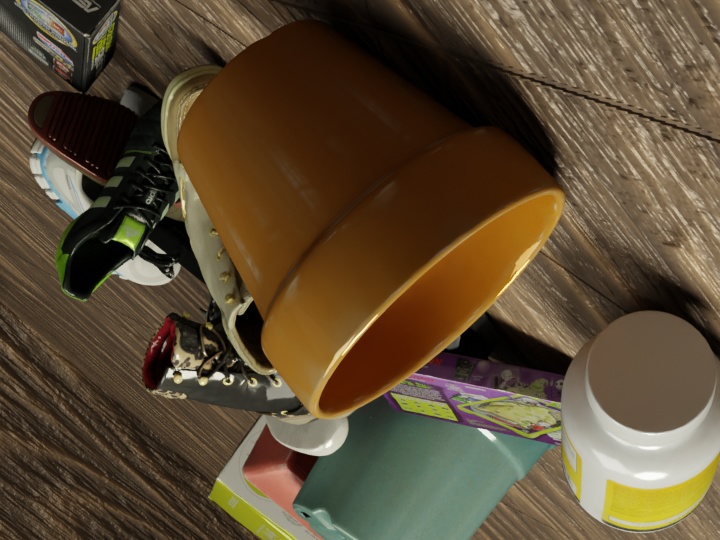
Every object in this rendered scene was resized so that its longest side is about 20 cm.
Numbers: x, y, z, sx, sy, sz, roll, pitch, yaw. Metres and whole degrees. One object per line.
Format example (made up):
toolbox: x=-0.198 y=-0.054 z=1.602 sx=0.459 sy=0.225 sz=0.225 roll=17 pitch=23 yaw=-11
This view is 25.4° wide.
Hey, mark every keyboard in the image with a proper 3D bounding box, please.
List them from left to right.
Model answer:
keyboard: x=-0.144 y=-0.015 z=1.354 sx=0.126 sy=0.021 sz=0.199 roll=5 pitch=-158 yaw=-47

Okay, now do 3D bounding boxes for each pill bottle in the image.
pill bottle: x=0.190 y=0.100 z=1.070 sx=0.112 sy=0.112 sz=0.200 roll=31 pitch=165 yaw=17

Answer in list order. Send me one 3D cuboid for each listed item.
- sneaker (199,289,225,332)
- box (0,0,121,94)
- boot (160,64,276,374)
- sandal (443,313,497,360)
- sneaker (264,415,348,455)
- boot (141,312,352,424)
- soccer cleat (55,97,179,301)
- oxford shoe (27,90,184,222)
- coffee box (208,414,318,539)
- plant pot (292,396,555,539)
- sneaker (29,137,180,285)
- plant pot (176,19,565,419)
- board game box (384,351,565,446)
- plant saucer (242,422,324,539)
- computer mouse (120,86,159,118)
sneaker: x=-0.135 y=0.052 z=1.642 sx=0.114 sy=0.077 sz=0.199 roll=37 pitch=-161 yaw=16
box: x=-0.281 y=-0.234 z=1.253 sx=0.199 sy=0.044 sz=0.160 roll=38 pitch=166 yaw=-4
boot: x=-0.093 y=-0.037 z=1.190 sx=0.155 sy=0.071 sz=0.201 roll=-116 pitch=16 yaw=-46
sandal: x=0.061 y=0.029 z=1.282 sx=0.076 sy=0.043 sz=0.200 roll=29 pitch=164 yaw=25
sneaker: x=-0.052 y=0.116 z=1.470 sx=0.088 sy=0.076 sz=0.200 roll=25 pitch=-175 yaw=-37
boot: x=-0.084 y=0.075 z=1.305 sx=0.149 sy=0.074 sz=0.200 roll=13 pitch=163 yaw=-21
soccer cleat: x=-0.173 y=-0.058 z=1.266 sx=0.067 sy=0.200 sz=0.081 roll=31 pitch=-159 yaw=-25
oxford shoe: x=-0.194 y=-0.084 z=1.350 sx=0.199 sy=0.071 sz=0.075 roll=28 pitch=154 yaw=-16
coffee box: x=-0.036 y=0.225 z=1.803 sx=0.199 sy=0.198 sz=0.200 roll=36 pitch=165 yaw=1
plant pot: x=0.050 y=0.180 z=1.474 sx=0.199 sy=0.197 sz=0.200 roll=34 pitch=164 yaw=11
sneaker: x=-0.225 y=-0.049 z=1.491 sx=0.086 sy=0.075 sz=0.200 roll=19 pitch=157 yaw=47
plant pot: x=-0.008 y=-0.045 z=0.969 sx=0.184 sy=0.200 sz=0.200 roll=49 pitch=169 yaw=15
board game box: x=0.107 y=0.105 z=1.321 sx=0.198 sy=0.033 sz=0.120 roll=11 pitch=163 yaw=21
plant saucer: x=0.003 y=0.174 z=1.580 sx=0.200 sy=0.201 sz=0.037 roll=43 pitch=148 yaw=-23
computer mouse: x=-0.190 y=-0.104 z=1.448 sx=0.109 sy=0.044 sz=0.200 roll=35 pitch=165 yaw=12
